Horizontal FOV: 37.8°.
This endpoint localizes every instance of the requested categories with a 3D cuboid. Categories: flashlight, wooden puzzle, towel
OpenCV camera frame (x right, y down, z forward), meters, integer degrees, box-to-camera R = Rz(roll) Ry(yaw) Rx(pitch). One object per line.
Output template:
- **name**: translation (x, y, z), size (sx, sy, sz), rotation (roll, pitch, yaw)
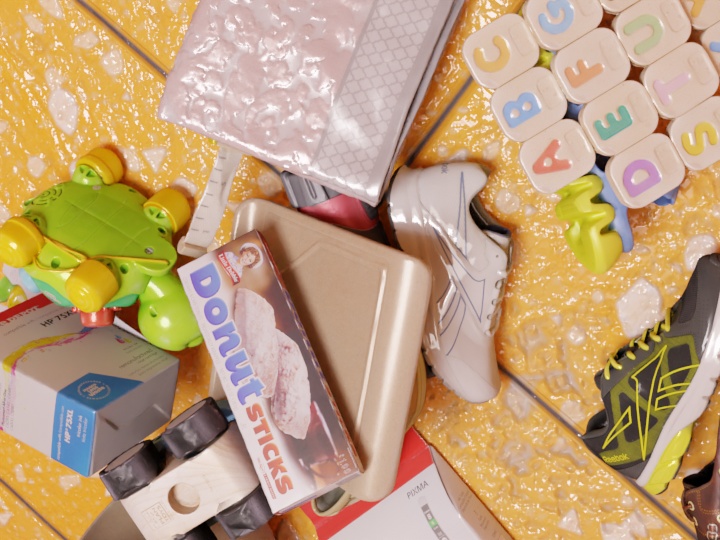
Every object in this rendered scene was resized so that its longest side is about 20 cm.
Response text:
- **flashlight**: translation (0.000, 0.000, 0.861), size (0.067, 0.068, 0.202), rotation (-24, 106, -11)
- **wooden puzzle**: translation (-0.034, 0.055, 0.817), size (0.199, 0.037, 0.188), rotation (21, 107, 40)
- **towel**: translation (-0.034, -0.173, 0.780), size (0.189, 0.032, 0.202), rotation (23, 94, 6)

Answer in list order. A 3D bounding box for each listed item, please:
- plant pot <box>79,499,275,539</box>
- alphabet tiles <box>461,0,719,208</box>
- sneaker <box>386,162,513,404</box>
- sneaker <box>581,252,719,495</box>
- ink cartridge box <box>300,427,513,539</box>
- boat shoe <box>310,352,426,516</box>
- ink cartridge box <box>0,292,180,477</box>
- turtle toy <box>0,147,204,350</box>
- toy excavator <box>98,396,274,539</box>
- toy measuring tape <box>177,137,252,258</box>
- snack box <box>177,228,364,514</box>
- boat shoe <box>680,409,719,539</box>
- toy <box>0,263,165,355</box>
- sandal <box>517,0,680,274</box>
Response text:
- **plant pot**: translation (-0.138, 0.299, 0.972), size (0.186, 0.188, 0.201), rotation (-24, 111, 27)
- **alphabet tiles**: translation (0.175, -0.150, 0.707), size (0.194, 0.015, 0.202), rotation (-30, 95, -1)
- **sneaker**: translation (0.083, 0.010, 0.826), size (0.086, 0.075, 0.203), rotation (-11, 105, 19)
- **sneaker**: translation (0.222, 0.076, 0.789), size (0.084, 0.074, 0.202), rotation (20, 115, 15)
- **ink cartridge box**: translation (0.023, 0.228, 0.941), size (0.200, 0.050, 0.161), rotation (48, 118, -2)
- **boat shoe**: translation (-0.001, 0.122, 0.855), size (0.073, 0.063, 0.202), rotation (35, 134, 19)
- **ink cartridge box**: translation (-0.271, 0.086, 0.911), size (0.198, 0.116, 0.068), rotation (23, 117, 20)
- **turtle toy**: translation (-0.213, -0.005, 0.912), size (0.198, 0.146, 0.102), rotation (30, 139, 10)
- **toy excavator**: translation (-0.143, 0.165, 0.877), size (0.193, 0.200, 0.100), rotation (-33, 96, 16)
- **toy measuring tape**: translation (-0.112, -0.113, 0.847), size (0.073, 0.074, 0.202), rotation (23, 99, 12)
- **snack box**: translation (-0.069, 0.073, 0.786), size (0.071, 0.024, 0.202), rotation (-26, 72, 5)
- **boat shoe**: translation (0.280, 0.168, 0.803), size (0.069, 0.070, 0.203), rotation (13, 105, 9)
- **toy**: translation (-0.259, 0.061, 0.995), size (0.199, 0.047, 0.116), rotation (31, 123, 15)
- **sandal**: translation (0.167, -0.105, 0.756), size (0.086, 0.079, 0.202), rotation (-21, 96, -5)
